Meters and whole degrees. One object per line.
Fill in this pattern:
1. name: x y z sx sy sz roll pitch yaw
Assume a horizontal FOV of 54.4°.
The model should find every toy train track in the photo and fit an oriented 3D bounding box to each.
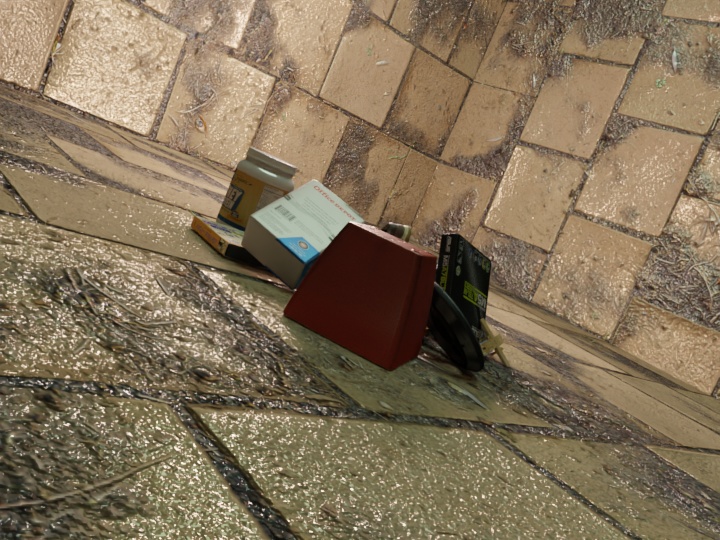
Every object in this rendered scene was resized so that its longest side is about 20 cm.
1. toy train track: 0.261 0.165 1.481 0.116 0.032 0.199 61 24 10

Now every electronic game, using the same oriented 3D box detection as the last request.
1. electronic game: 0.160 0.097 1.273 0.201 0.041 0.200 56 -9 14

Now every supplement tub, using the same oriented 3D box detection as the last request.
1. supplement tub: -0.240 -0.171 1.640 0.143 0.202 0.145 23 7 -3

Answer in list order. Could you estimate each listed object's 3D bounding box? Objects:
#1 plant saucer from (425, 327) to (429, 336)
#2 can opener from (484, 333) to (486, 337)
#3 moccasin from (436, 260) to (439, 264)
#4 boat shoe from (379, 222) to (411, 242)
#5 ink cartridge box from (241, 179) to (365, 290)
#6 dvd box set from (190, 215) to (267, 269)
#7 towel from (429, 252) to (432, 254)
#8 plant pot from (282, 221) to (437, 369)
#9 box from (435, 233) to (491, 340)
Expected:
1. plant saucer: 0.045 0.085 1.393 0.198 0.033 0.200 24 6 -3
2. can opener: 0.222 0.088 1.601 0.200 0.066 0.053 48 8 1
3. moccasin: 0.161 0.030 1.543 0.080 0.201 0.068 29 -32 3
4. boat shoe: 0.043 -0.063 1.611 0.064 0.074 0.200 29 -35 -18
5. ink cartridge box: -0.109 -0.074 1.365 0.146 0.085 0.200 40 43 13
6. dvd box set: -0.250 -0.054 1.441 0.145 0.030 0.200 18 9 -37
7. towel: 0.067 -0.017 1.730 0.145 0.030 0.199 11 30 37
8. plant pot: 0.022 0.028 1.156 0.198 0.178 0.200 25 8 16
9. box: 0.219 0.044 1.500 0.047 0.195 0.200 -2 -19 32
